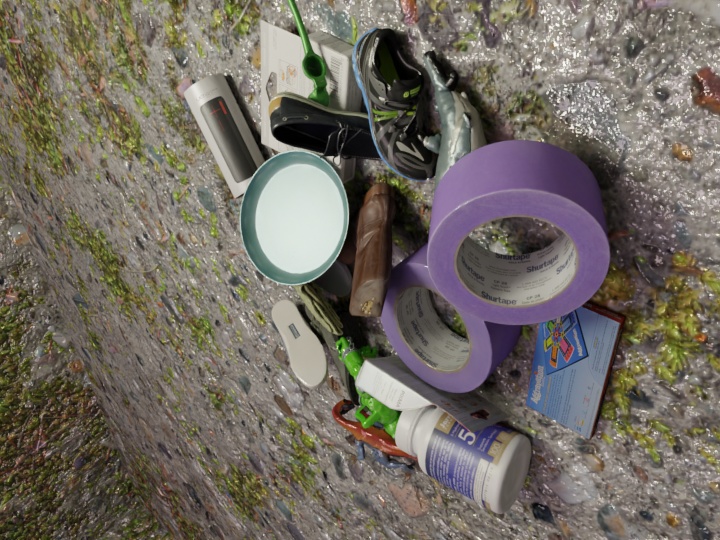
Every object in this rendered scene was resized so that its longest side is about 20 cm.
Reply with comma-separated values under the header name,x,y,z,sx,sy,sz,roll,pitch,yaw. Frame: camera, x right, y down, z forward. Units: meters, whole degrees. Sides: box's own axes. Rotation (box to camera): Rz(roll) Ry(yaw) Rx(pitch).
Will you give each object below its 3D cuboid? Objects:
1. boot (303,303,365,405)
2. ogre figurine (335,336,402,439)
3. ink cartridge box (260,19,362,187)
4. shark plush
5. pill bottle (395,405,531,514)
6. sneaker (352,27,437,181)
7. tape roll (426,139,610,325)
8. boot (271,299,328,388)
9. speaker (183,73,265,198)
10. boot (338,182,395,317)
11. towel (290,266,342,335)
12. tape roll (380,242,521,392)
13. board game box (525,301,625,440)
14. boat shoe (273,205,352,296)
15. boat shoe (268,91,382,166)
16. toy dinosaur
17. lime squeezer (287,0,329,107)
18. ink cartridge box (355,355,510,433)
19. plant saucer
name,x,y,z,sx,sy,sz,roll,pitch,yaw
boot,-0.040,0.146,1.167,0.129,0.067,0.205,19,130,54
ogre figurine,0.029,0.216,1.064,0.120,0.095,0.205,-121,16,-68
ink cartridge box,-0.077,-0.254,0.927,0.174,0.044,0.204,33,136,27
shark plush,0.105,-0.163,0.742,0.081,0.091,0.205,-14,101,21
pill bottle,0.157,0.281,0.972,0.196,0.119,0.123,18,129,35
sneaker,0.049,-0.210,0.790,0.082,0.070,0.204,0,114,65
tape roll,0.174,-0.037,0.692,0.194,0.086,0.203,7,135,7
boot,-0.107,0.153,1.192,0.202,0.071,0.091,61,175,35
speaker,-0.232,-0.237,1.086,0.080,0.080,0.204,-14,104,51
boot,0.000,0.000,0.903,0.062,0.204,0.188,13,141,-14
towel,-0.101,0.021,1.067,0.150,0.036,0.200,58,175,-35
tape roll,0.124,0.064,0.882,0.197,0.084,0.205,28,133,34
board game box,0.279,0.125,0.816,0.101,0.019,0.205,25,132,34
boat shoe,-0.071,-0.046,1.049,0.070,0.071,0.201,-20,121,35
boat shoe,-0.034,-0.183,0.843,0.194,0.064,0.075,15,145,-14
toy dinosaur,0.031,0.293,1.127,0.179,0.106,0.201,34,147,3
lime squeezer,-0.068,-0.268,0.856,0.071,0.037,0.205,-123,24,-52
ink cartridge box,0.112,0.197,0.940,0.198,0.158,0.048,30,103,32
plant saucer,-0.100,-0.081,0.951,0.195,0.027,0.207,0,89,26
